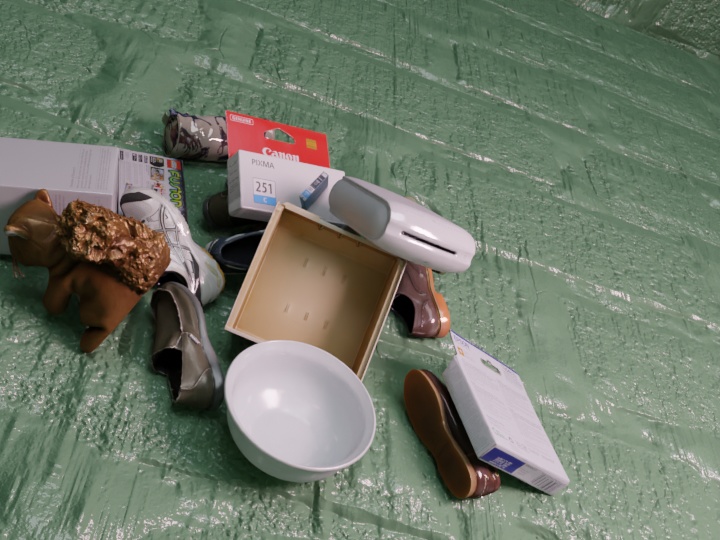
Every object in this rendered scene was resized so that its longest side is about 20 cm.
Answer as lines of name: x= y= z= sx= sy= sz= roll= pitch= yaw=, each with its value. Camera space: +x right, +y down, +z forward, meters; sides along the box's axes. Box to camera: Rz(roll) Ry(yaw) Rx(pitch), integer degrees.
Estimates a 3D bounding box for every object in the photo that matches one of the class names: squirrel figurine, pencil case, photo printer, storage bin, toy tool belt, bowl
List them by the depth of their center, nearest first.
squirrel figurine: x=-0.347 y=-0.029 z=1.099 sx=0.186 sy=0.199 sz=0.142 roll=43 pitch=41 yaw=-13
bowl: x=-0.087 y=0.192 z=1.101 sx=0.198 sy=0.091 sz=0.203 roll=17 pitch=37 yaw=-13
storage bin: x=-0.060 y=0.031 z=1.224 sx=0.197 sy=0.201 sz=0.094 roll=23 pitch=-8 yaw=-4
photo printer: x=0.060 y=-0.063 z=1.240 sx=0.164 sy=0.070 sz=0.200 roll=20 pitch=9 yaw=-29
toy tool belt: x=0.000 y=0.000 z=1.377 sx=0.123 sy=0.125 sz=0.200 roll=41 pitch=13 yaw=-1
pencil case: x=-0.246 y=-0.235 z=1.530 sx=0.197 sy=0.078 sz=0.091 roll=-1 pitch=64 yaw=-32

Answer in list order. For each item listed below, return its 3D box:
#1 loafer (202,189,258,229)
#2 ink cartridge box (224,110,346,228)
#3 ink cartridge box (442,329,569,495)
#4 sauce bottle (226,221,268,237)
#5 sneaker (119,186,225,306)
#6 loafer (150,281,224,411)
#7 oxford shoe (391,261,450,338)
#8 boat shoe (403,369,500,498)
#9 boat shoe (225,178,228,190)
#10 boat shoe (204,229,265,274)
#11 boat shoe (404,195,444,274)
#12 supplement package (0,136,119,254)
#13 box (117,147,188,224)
loafer: x=-0.158 y=-0.114 z=1.416 sx=0.198 sy=0.069 sz=0.076 roll=-24 pitch=95 yaw=-39
ink cartridge box: x=-0.116 y=-0.161 z=1.380 sx=0.198 sy=0.044 sz=0.179 roll=7 pitch=70 yaw=-36
ink cartridge box: x=0.198 y=0.203 z=1.243 sx=0.199 sy=0.040 sz=0.202 roll=33 pitch=27 yaw=-40
sauce bottle: x=-0.129 y=-0.057 z=1.398 sx=0.198 sy=0.065 sz=0.065 roll=-18 pitch=54 yaw=-42
sneaker: x=-0.280 y=-0.029 z=1.234 sx=0.200 sy=0.076 sz=0.088 roll=48 pitch=47 yaw=0
loafer: x=-0.238 y=0.094 z=1.139 sx=0.069 sy=0.076 sz=0.201 roll=0 pitch=44 yaw=-38
oxford shoe: x=0.078 y=0.024 z=1.426 sx=0.072 sy=0.072 sz=0.201 roll=-2 pitch=45 yaw=-26
boat shoe: x=0.125 y=0.225 z=1.215 sx=0.069 sy=0.071 sz=0.202 roll=1 pitch=50 yaw=-36
boat shoe: x=-0.142 y=-0.171 z=1.527 sx=0.197 sy=0.066 sz=0.072 roll=-4 pitch=45 yaw=-34
boat shoe: x=-0.135 y=-0.030 z=1.314 sx=0.197 sy=0.062 sz=0.076 roll=0 pitch=87 yaw=-32
boat shoe: x=0.093 y=-0.061 z=1.543 sx=0.064 sy=0.074 sz=0.201 roll=-2 pitch=35 yaw=-26
supplement package: x=-0.435 y=-0.099 z=1.192 sx=0.196 sy=0.118 sz=0.118 roll=4 pitch=40 yaw=-14
box: x=-0.328 y=-0.110 z=1.364 sx=0.108 sy=0.035 sz=0.202 roll=9 pitch=40 yaw=-23
